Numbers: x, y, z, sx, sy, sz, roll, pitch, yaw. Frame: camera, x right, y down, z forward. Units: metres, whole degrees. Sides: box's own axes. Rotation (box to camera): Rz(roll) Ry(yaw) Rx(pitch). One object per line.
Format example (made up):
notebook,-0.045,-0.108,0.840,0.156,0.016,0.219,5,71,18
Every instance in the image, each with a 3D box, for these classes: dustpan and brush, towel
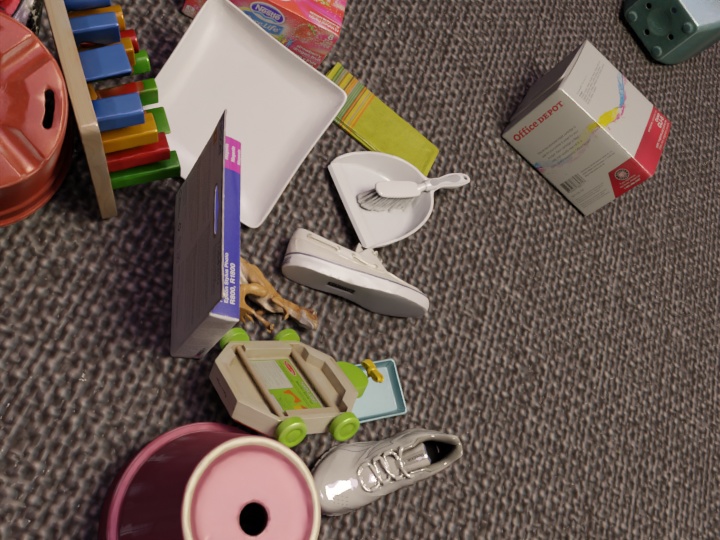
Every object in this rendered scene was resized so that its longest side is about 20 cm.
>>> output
dustpan and brush,0.068,-0.108,1.031,0.198,0.057,0.141,-8,66,-40
towel,0.025,-0.208,1.079,0.199,0.018,0.087,38,57,-12

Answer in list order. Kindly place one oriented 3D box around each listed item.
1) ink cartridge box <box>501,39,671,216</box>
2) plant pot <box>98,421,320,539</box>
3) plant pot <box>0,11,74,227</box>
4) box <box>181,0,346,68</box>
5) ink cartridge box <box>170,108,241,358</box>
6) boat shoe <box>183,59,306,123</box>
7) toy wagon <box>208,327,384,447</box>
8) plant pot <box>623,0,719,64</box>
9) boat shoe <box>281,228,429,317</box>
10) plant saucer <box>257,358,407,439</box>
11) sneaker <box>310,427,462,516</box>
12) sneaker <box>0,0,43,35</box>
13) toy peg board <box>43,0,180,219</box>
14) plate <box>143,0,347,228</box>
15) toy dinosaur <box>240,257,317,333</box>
ink cartridge box,0.357,-0.224,1.200,0.199,0.145,0.145,40,55,-10
plant pot,-0.129,0.233,0.705,0.198,0.179,0.203,12,63,-26
plant pot,-0.351,-0.140,0.685,0.198,0.195,0.204,-1,92,-28
box,-0.124,-0.363,1.008,0.198,0.095,0.101,21,61,-21
ink cartridge box,-0.154,-0.029,0.788,0.043,0.200,0.199,8,66,-27
boat shoe,-0.144,-0.216,0.956,0.197,0.068,0.073,12,99,-8
toy wagon,-0.061,0.125,0.823,0.198,0.040,0.155,5,31,-39
plant pot,0.630,-0.516,1.462,0.199,0.196,0.197,-36,90,-27
boat shoe,0.000,0.000,0.949,0.198,0.071,0.071,19,64,-15
plant saucer,-0.037,0.153,0.891,0.198,0.019,0.071,-5,72,-32
sneaker,0.029,0.219,0.860,0.198,0.087,0.075,-15,80,-33
sneaker,-0.402,-0.269,0.822,0.084,0.077,0.202,20,61,-16
toy peg board,-0.253,-0.191,0.783,0.097,0.199,0.202,-16,75,-18
plate,-0.149,-0.187,0.907,0.199,0.032,0.201,35,91,-9
toy dinosaur,-0.134,0.010,0.881,0.201,0.060,0.107,50,39,-15
